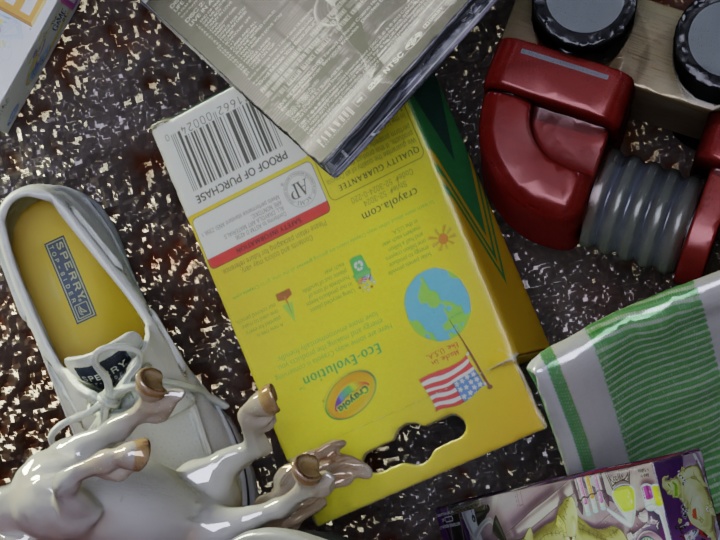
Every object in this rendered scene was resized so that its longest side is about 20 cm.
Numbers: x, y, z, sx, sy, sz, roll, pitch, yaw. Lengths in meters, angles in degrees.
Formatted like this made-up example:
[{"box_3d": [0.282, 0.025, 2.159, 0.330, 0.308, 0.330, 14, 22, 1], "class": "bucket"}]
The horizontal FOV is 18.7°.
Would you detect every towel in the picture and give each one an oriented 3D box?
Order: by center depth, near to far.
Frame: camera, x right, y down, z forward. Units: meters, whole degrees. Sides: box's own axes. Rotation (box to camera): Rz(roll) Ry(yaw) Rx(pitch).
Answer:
[{"box_3d": [0.179, 0.047, 0.935, 0.199, 0.153, 0.023, -19, 47, 5], "class": "towel"}]

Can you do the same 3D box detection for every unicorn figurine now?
[{"box_3d": [-0.106, 0.090, 0.936, 0.200, 0.137, 0.074, 28, 46, -23], "class": "unicorn figurine"}]

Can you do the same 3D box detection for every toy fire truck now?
[{"box_3d": [0.128, -0.014, 0.975, 0.176, 0.129, 0.201, 18, 78, 8], "class": "toy fire truck"}]

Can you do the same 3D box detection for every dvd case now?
[{"box_3d": [-0.011, -0.140, 0.980, 0.149, 0.016, 0.200, -48, 42, 2], "class": "dvd case"}]

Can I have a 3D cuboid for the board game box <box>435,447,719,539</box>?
[{"box_3d": [0.096, 0.146, 0.923, 0.032, 0.200, 0.120, -15, 85, -25], "class": "board game box"}]

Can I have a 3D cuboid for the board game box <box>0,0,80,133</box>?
[{"box_3d": [-0.182, -0.186, 1.056, 0.134, 0.034, 0.200, 28, 90, 8], "class": "board game box"}]

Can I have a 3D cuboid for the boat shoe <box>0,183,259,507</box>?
[{"box_3d": [-0.111, 0.048, 1.004, 0.074, 0.086, 0.202, -26, 83, 5], "class": "boat shoe"}]

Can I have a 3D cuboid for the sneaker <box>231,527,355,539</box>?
[{"box_3d": [0.045, 0.152, 0.928, 0.200, 0.112, 0.073, 17, 91, 27], "class": "sneaker"}]

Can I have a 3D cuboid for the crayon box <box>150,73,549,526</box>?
[{"box_3d": [0.000, 0.000, 0.995, 0.127, 0.051, 0.201, -25, 83, 23], "class": "crayon box"}]
